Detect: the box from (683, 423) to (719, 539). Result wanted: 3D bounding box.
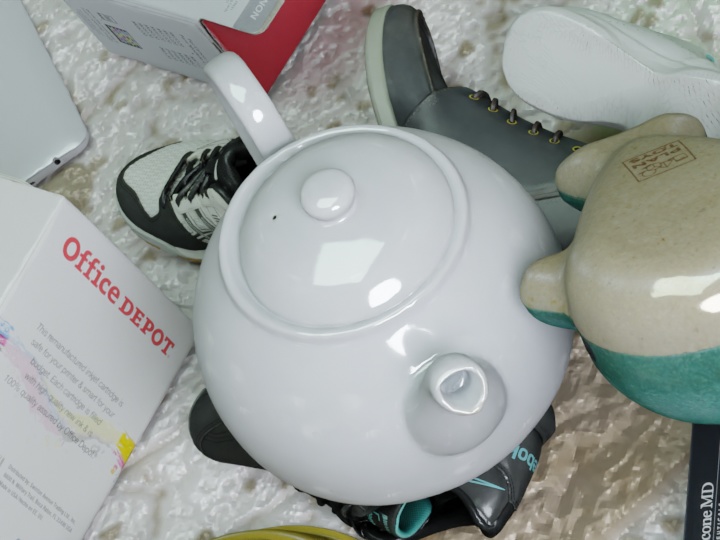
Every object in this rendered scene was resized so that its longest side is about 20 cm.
[{"bbox_3d":[0.228,0.062,1.285,0.141,0.079,0.201,-7,57,25],"label":"box"}]

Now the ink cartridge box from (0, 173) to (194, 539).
[{"bbox_3d":[-0.214,0.063,1.499,0.144,0.147,0.200,16,69,37],"label":"ink cartridge box"}]

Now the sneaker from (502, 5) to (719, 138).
[{"bbox_3d":[0.172,-0.081,1.426,0.200,0.088,0.075,36,118,24],"label":"sneaker"}]

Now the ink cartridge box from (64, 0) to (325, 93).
[{"bbox_3d":[-0.054,-0.208,1.629,0.175,0.084,0.200,20,72,39],"label":"ink cartridge box"}]

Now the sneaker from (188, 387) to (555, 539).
[{"bbox_3d":[-0.004,0.090,1.406,0.199,0.075,0.080,-1,61,30],"label":"sneaker"}]

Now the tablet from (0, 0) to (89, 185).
[{"bbox_3d":[-0.247,-0.104,1.722,0.130,0.014,0.200,-35,49,5],"label":"tablet"}]

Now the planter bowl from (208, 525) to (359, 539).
[{"bbox_3d":[-0.072,0.196,1.368,0.200,0.083,0.201,-16,52,22],"label":"planter bowl"}]

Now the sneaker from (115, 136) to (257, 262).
[{"bbox_3d":[-0.062,-0.048,1.525,0.199,0.088,0.076,10,67,36],"label":"sneaker"}]

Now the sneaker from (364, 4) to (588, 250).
[{"bbox_3d":[0.072,-0.066,1.476,0.106,0.075,0.201,-21,60,11],"label":"sneaker"}]

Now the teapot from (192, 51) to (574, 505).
[{"bbox_3d":[0.000,0.000,1.331,0.199,0.146,0.198,4,57,23],"label":"teapot"}]

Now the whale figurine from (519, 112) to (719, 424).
[{"bbox_3d":[0.150,-0.002,1.276,0.159,0.104,0.200,-23,26,-3],"label":"whale figurine"}]
